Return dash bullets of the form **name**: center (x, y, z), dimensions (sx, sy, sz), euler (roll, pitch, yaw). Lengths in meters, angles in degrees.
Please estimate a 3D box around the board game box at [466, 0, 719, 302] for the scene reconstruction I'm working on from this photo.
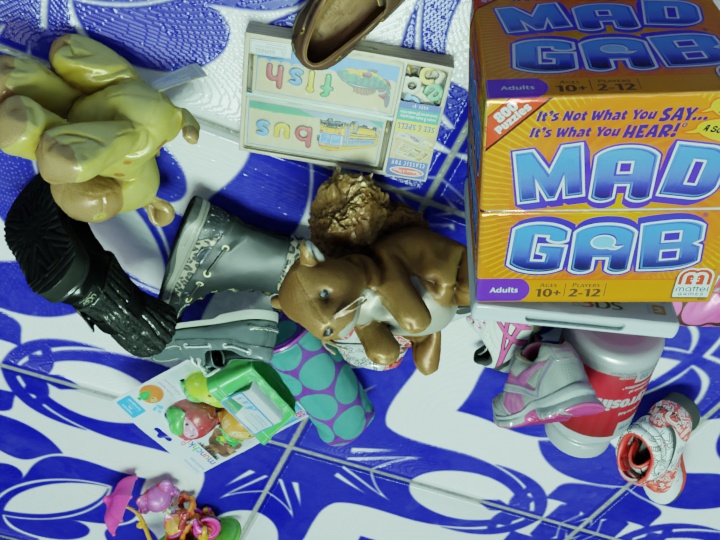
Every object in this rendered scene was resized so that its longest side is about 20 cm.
- **board game box**: center (0.197, -0.111, 0.664), dimensions (0.199, 0.200, 0.200), euler (-1, 132, 5)

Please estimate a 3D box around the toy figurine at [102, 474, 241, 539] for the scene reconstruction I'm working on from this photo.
- **toy figurine**: center (-0.320, 0.401, 1.225), dimensions (0.200, 0.150, 0.184), euler (-27, 117, -1)

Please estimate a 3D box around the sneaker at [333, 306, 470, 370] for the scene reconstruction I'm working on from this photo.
- **sneaker**: center (0.057, 0.063, 0.921), dimensions (0.201, 0.067, 0.108), euler (-7, 131, 16)

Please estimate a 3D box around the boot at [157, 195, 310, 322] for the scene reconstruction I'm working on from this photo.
- **boot**: center (-0.150, 0.014, 0.892), dimensions (0.153, 0.074, 0.204), euler (16, 134, -14)

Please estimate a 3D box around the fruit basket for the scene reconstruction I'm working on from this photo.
- **fruit basket**: center (-0.193, 0.188, 1.017), dimensions (0.200, 0.094, 0.185), euler (-31, 124, 6)

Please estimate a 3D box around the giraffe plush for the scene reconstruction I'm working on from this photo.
- **giraffe plush**: center (-0.253, -0.118, 0.755), dimensions (0.200, 0.173, 0.162), euler (-14, 151, -29)

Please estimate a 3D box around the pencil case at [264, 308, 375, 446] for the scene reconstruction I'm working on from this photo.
- **pencil case**: center (-0.059, 0.138, 0.980), dimensions (0.092, 0.085, 0.200), euler (-14, 128, 23)

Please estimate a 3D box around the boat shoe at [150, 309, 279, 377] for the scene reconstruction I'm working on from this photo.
- **boat shoe**: center (-0.182, 0.093, 0.909), dimensions (0.200, 0.062, 0.073), euler (-14, 161, 29)

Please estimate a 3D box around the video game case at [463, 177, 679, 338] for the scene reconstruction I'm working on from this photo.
- **video game case**: center (0.195, -0.020, 0.744), dimensions (0.182, 0.200, 0.022), euler (6, 131, 0)

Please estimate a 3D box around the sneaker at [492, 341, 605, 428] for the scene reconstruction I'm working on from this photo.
- **sneaker**: center (0.206, 0.129, 0.874), dimensions (0.081, 0.088, 0.200), euler (-3, 164, -16)

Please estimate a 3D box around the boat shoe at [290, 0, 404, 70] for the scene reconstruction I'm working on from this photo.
- **boat shoe**: center (0.014, -0.246, 0.639), dimensions (0.072, 0.068, 0.200), euler (35, 114, -18)

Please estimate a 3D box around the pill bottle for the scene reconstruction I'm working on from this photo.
- **pill bottle**: center (0.286, 0.135, 0.931), dimensions (0.112, 0.112, 0.200), euler (4, 132, 1)

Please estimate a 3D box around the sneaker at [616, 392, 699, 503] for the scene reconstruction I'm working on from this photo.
- **sneaker**: center (0.384, 0.260, 1.022), dimensions (0.108, 0.067, 0.202), euler (-27, 133, -27)

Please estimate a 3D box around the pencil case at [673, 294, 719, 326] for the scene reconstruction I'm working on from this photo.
- **pencil case**: center (0.306, 0.014, 0.841), dimensions (0.199, 0.091, 0.094), euler (1, 166, 2)

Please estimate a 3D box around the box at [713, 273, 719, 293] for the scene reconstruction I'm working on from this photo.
- **box**: center (0.406, -0.044, 0.755), dimensions (0.199, 0.095, 0.103), euler (0, 132, -9)

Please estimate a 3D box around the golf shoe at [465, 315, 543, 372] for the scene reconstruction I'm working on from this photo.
- **golf shoe**: center (0.169, 0.051, 0.894), dimensions (0.092, 0.073, 0.200), euler (-3, 131, 9)

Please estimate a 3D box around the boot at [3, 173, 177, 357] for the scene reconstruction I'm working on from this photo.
- **boot**: center (-0.292, -0.004, 0.829), dimensions (0.079, 0.211, 0.158), euler (-40, 139, 6)

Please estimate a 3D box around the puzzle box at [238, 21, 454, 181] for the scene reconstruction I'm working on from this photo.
- **puzzle box**: center (-0.019, -0.162, 0.755), dimensions (0.199, 0.025, 0.133), euler (8, 132, -3)

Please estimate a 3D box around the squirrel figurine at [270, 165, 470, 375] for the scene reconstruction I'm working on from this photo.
- **squirrel figurine**: center (0.000, 0.000, 0.772), dimensions (0.186, 0.200, 0.142), euler (0, 145, -27)
